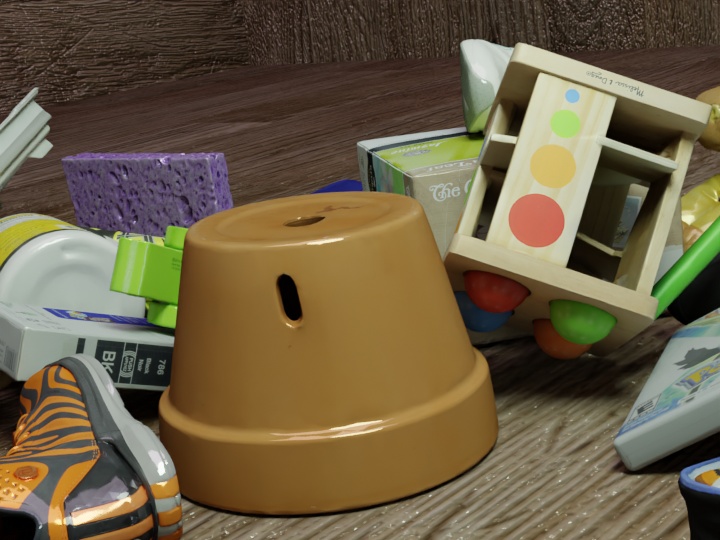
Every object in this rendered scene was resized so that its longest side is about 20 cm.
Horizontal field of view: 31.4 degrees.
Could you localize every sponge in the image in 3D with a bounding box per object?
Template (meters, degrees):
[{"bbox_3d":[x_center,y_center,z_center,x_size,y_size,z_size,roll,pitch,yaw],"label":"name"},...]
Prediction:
[{"bbox_3d":[-0.209,-0.060,1.270,0.200,0.112,0.030,3,19,34],"label":"sponge"}]

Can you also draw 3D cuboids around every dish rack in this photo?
[{"bbox_3d":[-0.322,-0.045,1.026,0.172,0.044,0.200,-38,16,38],"label":"dish rack"}]

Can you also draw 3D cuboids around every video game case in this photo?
[{"bbox_3d":[0.244,0.026,0.702,0.200,0.022,0.182,-33,1,29],"label":"video game case"}]

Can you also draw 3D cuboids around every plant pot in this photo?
[{"bbox_3d":[-0.026,0.036,0.743,0.199,0.140,0.200,-7,14,2],"label":"plant pot"}]

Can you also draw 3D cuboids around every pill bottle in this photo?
[{"bbox_3d":[-0.247,0.014,0.987,0.111,0.112,0.200,-13,13,-25],"label":"pill bottle"}]

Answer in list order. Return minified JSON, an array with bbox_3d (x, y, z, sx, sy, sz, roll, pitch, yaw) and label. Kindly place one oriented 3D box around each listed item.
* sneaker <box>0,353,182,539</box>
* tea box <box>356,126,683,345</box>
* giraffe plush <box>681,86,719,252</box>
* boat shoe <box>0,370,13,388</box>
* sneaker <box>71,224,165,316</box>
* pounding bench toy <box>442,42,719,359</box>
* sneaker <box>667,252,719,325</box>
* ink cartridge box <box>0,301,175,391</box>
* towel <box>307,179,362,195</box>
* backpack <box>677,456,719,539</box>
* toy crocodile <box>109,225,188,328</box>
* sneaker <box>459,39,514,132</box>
[{"bbox_3d":[-0.179,0.101,0.677,0.112,0.078,0.200,-12,15,-26],"label":"sneaker"},{"bbox_3d":[0.117,-0.038,0.988,0.199,0.134,0.197,-9,13,-9],"label":"tea box"},{"bbox_3d":[0.326,-0.089,1.030,0.199,0.163,0.173,-9,14,-8],"label":"giraffe plush"},{"bbox_3d":[-0.314,0.068,0.928,0.076,0.072,0.200,16,-5,-40],"label":"boat shoe"},{"bbox_3d":[-0.192,0.003,1.115,0.200,0.076,0.076,16,16,33],"label":"sneaker"},{"bbox_3d":[0.160,-0.019,0.801,0.199,0.156,0.124,18,-15,2],"label":"pounding bench toy"},{"bbox_3d":[0.290,0.020,0.808,0.199,0.076,0.088,0,21,24],"label":"sneaker"},{"bbox_3d":[-0.149,0.054,0.861,0.200,0.039,0.099,7,5,-33],"label":"ink cartridge box"},{"bbox_3d":[-0.016,-0.040,1.247,0.147,0.050,0.200,-21,19,-25],"label":"towel"},{"bbox_3d":[0.228,0.081,0.452,0.190,0.155,0.200,-4,7,-39],"label":"backpack"},{"bbox_3d":[-0.112,0.006,0.894,0.062,0.068,0.200,9,1,27],"label":"toy crocodile"},{"bbox_3d":[0.123,-0.152,1.023,0.080,0.071,0.200,-1,12,14],"label":"sneaker"}]
